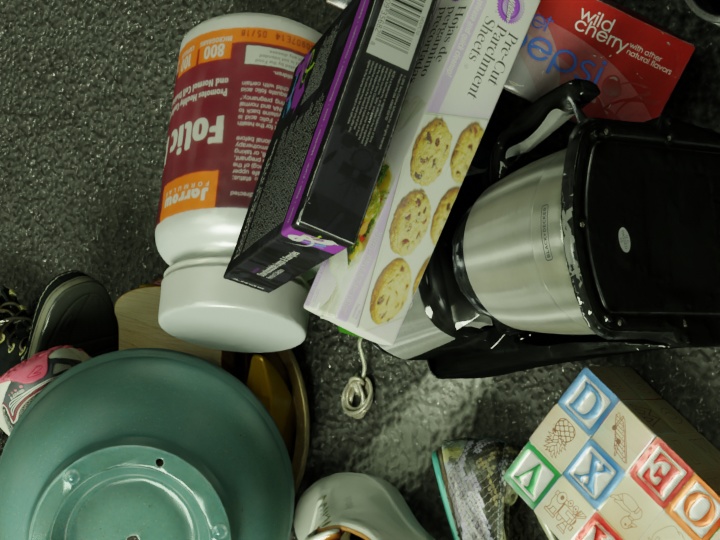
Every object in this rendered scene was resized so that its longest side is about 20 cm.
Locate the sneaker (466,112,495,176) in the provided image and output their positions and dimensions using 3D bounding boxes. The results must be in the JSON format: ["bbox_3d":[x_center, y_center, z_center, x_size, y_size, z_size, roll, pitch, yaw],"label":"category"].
[{"bbox_3d":[0.082,-0.171,0.840,0.146,0.077,0.204,-24,71,36],"label":"sneaker"}]

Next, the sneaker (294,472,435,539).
[{"bbox_3d":[-0.012,0.166,0.844,0.200,0.084,0.073,14,91,65],"label":"sneaker"}]

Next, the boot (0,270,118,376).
[{"bbox_3d":[-0.258,0.054,1.056,0.154,0.073,0.205,44,137,34],"label":"boot"}]

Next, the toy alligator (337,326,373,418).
[{"bbox_3d":[0.000,0.000,0.902,0.059,0.054,0.202,13,94,38],"label":"toy alligator"}]

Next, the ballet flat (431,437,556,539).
[{"bbox_3d":[0.091,0.197,0.813,0.072,0.072,0.202,-18,76,35],"label":"ballet flat"}]

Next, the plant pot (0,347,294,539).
[{"bbox_3d":[-0.137,0.155,0.846,0.198,0.134,0.202,0,93,-6],"label":"plant pot"}]

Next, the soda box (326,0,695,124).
[{"bbox_3d":[0.084,-0.143,0.779,0.199,0.063,0.070,25,105,-4],"label":"soda box"}]

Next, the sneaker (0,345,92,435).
[{"bbox_3d":[-0.205,0.131,0.985,0.080,0.201,0.075,-27,50,-14],"label":"sneaker"}]

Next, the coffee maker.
[{"bbox_3d":[0.120,0.002,0.756,0.199,0.191,0.136,-13,54,57],"label":"coffee maker"}]

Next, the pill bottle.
[{"bbox_3d":[-0.074,-0.055,0.899,0.114,0.114,0.202,-12,64,36],"label":"pill bottle"}]

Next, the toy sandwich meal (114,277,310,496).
[{"bbox_3d":[-0.118,0.103,0.974,0.204,0.070,0.207,-4,84,37],"label":"toy sandwich meal"}]

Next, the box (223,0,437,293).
[{"bbox_3d":[-0.021,-0.069,0.745,0.200,0.036,0.144,158,132,-72],"label":"box"}]

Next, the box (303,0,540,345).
[{"bbox_3d":[0.032,-0.061,0.710,0.039,0.041,0.201,13,77,59],"label":"box"}]

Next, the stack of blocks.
[{"bbox_3d":[0.172,0.161,0.755,0.200,0.058,0.116,47,114,30],"label":"stack of blocks"}]

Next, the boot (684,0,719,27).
[{"bbox_3d":[0.210,-0.118,0.703,0.070,0.131,0.201,-34,67,29],"label":"boot"}]
